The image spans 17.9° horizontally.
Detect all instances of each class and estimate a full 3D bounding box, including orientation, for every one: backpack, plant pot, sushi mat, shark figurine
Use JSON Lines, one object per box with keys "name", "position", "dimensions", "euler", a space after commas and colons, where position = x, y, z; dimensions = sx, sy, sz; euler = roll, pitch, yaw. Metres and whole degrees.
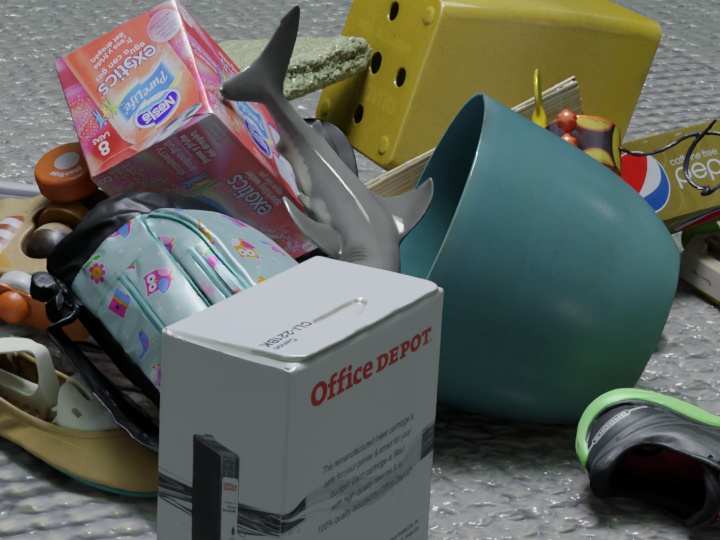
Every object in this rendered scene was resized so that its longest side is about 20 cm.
{"name": "backpack", "position": [-0.080, 0.043, 1.377], "dimensions": [0.167, 0.127, 0.200], "euler": [13, 27, -51]}
{"name": "plant pot", "position": [0.109, 0.008, 1.483], "dimensions": [0.161, 0.201, 0.201], "euler": [24, 19, -8]}
{"name": "sushi mat", "position": [0.081, -0.069, 1.698], "dimensions": [0.200, 0.096, 0.012], "euler": [-28, 53, -6]}
{"name": "shark figurine", "position": [-0.003, -0.055, 1.473], "dimensions": [0.089, 0.215, 0.128], "euler": [-28, -18, 9]}
{"name": "plant pot", "position": [0.084, -0.144, 1.797], "dimensions": [0.176, 0.200, 0.200], "euler": [13, 13, -31]}

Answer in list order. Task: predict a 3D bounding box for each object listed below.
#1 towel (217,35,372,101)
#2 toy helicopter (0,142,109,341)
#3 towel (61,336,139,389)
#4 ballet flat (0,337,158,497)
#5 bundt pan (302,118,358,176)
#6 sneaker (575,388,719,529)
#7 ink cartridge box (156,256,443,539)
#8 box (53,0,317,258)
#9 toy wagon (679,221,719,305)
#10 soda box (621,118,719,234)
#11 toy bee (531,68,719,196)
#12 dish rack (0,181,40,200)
{"name": "towel", "position": [-0.095, -0.144, 1.712], "dimensions": [0.148, 0.037, 0.200], "euler": [0, 15, 34]}
{"name": "toy helicopter", "position": [-0.242, 0.001, 1.494], "dimensions": [0.200, 0.079, 0.132], "euler": [-15, 39, 3]}
{"name": "towel", "position": [-0.078, 0.044, 1.576], "dimensions": [0.200, 0.032, 0.191], "euler": [11, 22, 18]}
{"name": "ballet flat", "position": [-0.189, 0.082, 1.410], "dimensions": [0.200, 0.063, 0.069], "euler": [18, 27, 33]}
{"name": "bundt pan", "position": [-0.094, -0.078, 1.744], "dimensions": [0.201, 0.076, 0.202], "euler": [-1, 0, 0]}
{"name": "sneaker", "position": [0.228, 0.125, 1.377], "dimensions": [0.199, 0.077, 0.084], "euler": [3, 38, 9]}
{"name": "ink cartridge box", "position": [-0.031, 0.108, 1.170], "dimensions": [0.084, 0.200, 0.144], "euler": [16, 23, 29]}
{"name": "box", "position": [-0.109, -0.078, 1.534], "dimensions": [0.095, 0.200, 0.103], "euler": [-27, 60, 10]}
{"name": "toy wagon", "position": [0.349, -0.005, 1.766], "dimensions": [0.200, 0.040, 0.155], "euler": [-6, 23, -25]}
{"name": "soda box", "position": [0.222, -0.063, 1.730], "dimensions": [0.200, 0.068, 0.064], "euler": [-15, -13, -30]}
{"name": "toy bee", "position": [0.142, -0.086, 1.599], "dimensions": [0.109, 0.200, 0.131], "euler": [25, 39, -55]}
{"name": "dish rack", "position": [-0.295, -0.020, 1.683], "dimensions": [0.171, 0.044, 0.200], "euler": [6, 20, 21]}
